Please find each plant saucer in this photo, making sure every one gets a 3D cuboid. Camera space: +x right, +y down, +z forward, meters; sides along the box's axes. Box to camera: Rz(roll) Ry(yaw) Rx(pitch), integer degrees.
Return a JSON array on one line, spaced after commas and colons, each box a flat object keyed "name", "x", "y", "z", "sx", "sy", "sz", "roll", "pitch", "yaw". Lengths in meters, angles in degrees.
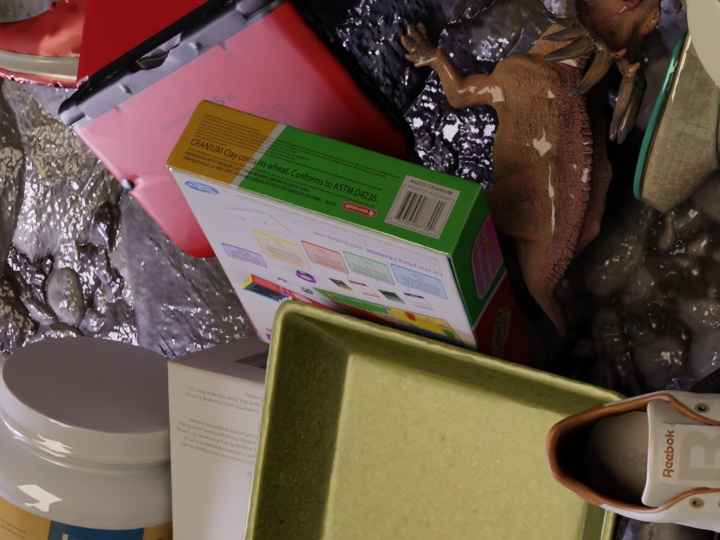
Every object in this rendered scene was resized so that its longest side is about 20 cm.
[{"name": "plant saucer", "x": 0.040, "y": 0.129, "z": 1.128, "sx": 0.199, "sy": 0.048, "sz": 0.201, "roll": 15, "pitch": 105, "yaw": 26}]

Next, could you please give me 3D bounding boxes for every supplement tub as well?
[{"name": "supplement tub", "x": -0.171, "y": 0.156, "z": 1.353, "sx": 0.145, "sy": 0.144, "sz": 0.200, "roll": 29, "pitch": 118, "yaw": 33}]

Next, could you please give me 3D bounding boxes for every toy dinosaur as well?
[{"name": "toy dinosaur", "x": 0.097, "y": -0.059, "z": 1.091, "sx": 0.135, "sy": 0.086, "sz": 0.201, "roll": 8, "pitch": 103, "yaw": 50}]

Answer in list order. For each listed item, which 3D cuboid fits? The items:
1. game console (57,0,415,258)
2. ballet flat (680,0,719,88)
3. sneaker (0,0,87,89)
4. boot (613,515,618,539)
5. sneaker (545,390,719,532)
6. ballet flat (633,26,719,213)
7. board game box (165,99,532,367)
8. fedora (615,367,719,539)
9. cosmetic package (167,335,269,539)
[{"name": "game console", "x": -0.061, "y": -0.124, "z": 1.184, "sx": 0.172, "sy": 0.119, "sz": 0.200, "roll": 48, "pitch": 141, "yaw": -15}, {"name": "ballet flat", "x": 0.188, "y": -0.075, "z": 0.989, "sx": 0.067, "sy": 0.064, "sz": 0.200, "roll": -10, "pitch": 117, "yaw": 48}, {"name": "sneaker", "x": -0.135, "y": -0.162, "z": 1.307, "sx": 0.200, "sy": 0.078, "sz": 0.116, "roll": 8, "pitch": 97, "yaw": 28}, {"name": "boot", "x": 0.052, "y": 0.175, "z": 1.209, "sx": 0.155, "sy": 0.073, "sz": 0.200, "roll": 28, "pitch": 116, "yaw": 33}, {"name": "sneaker", "x": 0.171, "y": 0.088, "z": 0.960, "sx": 0.200, "sy": 0.085, "sz": 0.073, "roll": -3, "pitch": 83, "yaw": 33}, {"name": "ballet flat", "x": 0.179, "y": -0.109, "z": 1.037, "sx": 0.062, "sy": 0.067, "sz": 0.200, "roll": 23, "pitch": 116, "yaw": 21}, {"name": "board game box", "x": 0.000, "y": 0.000, "z": 1.125, "sx": 0.153, "sy": 0.200, "sz": 0.040, "roll": 18, "pitch": 68, "yaw": 19}, {"name": "fedora", "x": 0.214, "y": 0.139, "z": 1.036, "sx": 0.200, "sy": 0.091, "sz": 0.201, "roll": -4, "pitch": 83, "yaw": 38}, {"name": "cosmetic package", "x": -0.047, "y": 0.148, "z": 1.282, "sx": 0.107, "sy": 0.085, "sz": 0.201, "roll": 12, "pitch": 108, "yaw": 40}]
